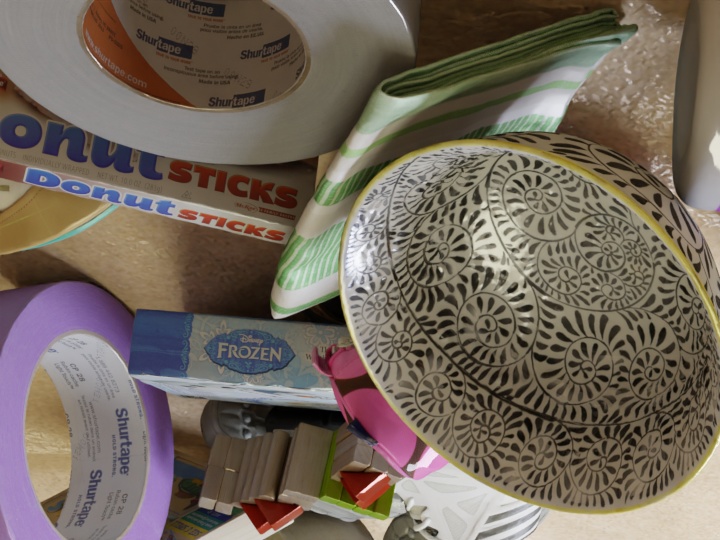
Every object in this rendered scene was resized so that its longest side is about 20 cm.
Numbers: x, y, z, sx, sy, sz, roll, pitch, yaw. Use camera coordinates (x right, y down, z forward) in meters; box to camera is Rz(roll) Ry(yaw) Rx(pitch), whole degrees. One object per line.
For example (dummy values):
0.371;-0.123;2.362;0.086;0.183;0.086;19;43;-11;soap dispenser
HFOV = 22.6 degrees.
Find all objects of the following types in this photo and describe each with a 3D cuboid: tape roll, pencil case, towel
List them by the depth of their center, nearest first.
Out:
-0.071;-0.127;0.811;0.198;0.067;0.201;5;151;3;tape roll
0.039;-0.049;0.888;0.152;0.024;0.200;-21;161;-30;towel
0.073;0.022;0.959;0.094;0.199;0.091;51;-178;-10;pencil case
-0.197;0.110;1.138;0.065;0.202;0.200;-7;150;26;tape roll

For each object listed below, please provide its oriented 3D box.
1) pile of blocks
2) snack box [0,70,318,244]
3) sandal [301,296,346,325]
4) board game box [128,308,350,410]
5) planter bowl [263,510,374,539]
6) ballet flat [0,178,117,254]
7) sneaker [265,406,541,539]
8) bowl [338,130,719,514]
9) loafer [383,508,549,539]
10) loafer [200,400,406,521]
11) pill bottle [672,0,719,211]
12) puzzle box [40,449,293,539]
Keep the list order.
-0.031;0.142;1.161;0.082;0.063;0.199;32;150;-35;pile of blocks
-0.118;-0.069;0.922;0.198;0.073;0.024;13;154;-12;snack box
0.000;0.000;1.044;0.081;0.055;0.200;11;154;-8;sandal
-0.028;0.061;1.113;0.197;0.044;0.200;5;173;4;board game box
-0.086;0.244;1.345;0.198;0.202;0.135;-1;162;13;planter bowl
-0.207;-0.041;1.006;0.199;0.069;0.063;-19;130;37;ballet flat
0.030;0.150;1.234;0.198;0.117;0.076;5;-163;6;sneaker
0.096;0.006;0.853;0.199;0.094;0.202;19;131;23;bowl
0.083;0.194;1.362;0.069;0.070;0.200;-14;166;-35;loafer
-0.044;0.141;1.305;0.069;0.071;0.199;-28;138;35;loafer
0.244;-0.072;0.805;0.198;0.105;0.105;5;152;3;pill bottle
-0.153;0.177;1.280;0.132;0.026;0.199;-27;-161;-29;puzzle box
